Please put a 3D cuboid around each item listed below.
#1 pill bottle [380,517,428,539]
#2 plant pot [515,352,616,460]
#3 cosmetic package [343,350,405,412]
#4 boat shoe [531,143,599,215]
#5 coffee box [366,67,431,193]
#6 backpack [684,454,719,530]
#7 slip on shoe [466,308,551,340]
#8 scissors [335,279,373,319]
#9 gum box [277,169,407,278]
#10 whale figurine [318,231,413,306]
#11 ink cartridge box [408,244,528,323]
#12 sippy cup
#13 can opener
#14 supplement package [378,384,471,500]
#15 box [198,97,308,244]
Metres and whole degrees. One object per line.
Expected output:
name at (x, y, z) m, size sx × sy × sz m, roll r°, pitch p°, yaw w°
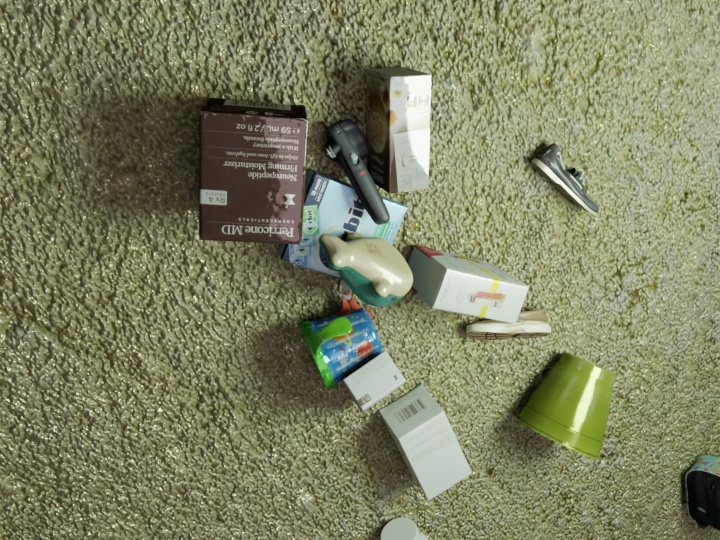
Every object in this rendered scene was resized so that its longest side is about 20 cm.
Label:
pill bottle at (0.119, 0.686, 1.633) m, size 0.119 × 0.120 × 0.201 m, roll -25°, pitch 119°, yaw -10°
plant pot at (0.491, 0.300, 1.597) m, size 0.200 × 0.200 × 0.194 m, roll 26°, pitch 88°, yaw -28°
cosmetic package at (0.024, 0.221, 1.358) m, size 0.101 × 0.200 × 0.074 m, roll -33°, pitch 78°, yaw -9°
boat shoe at (0.438, -0.185, 1.428) m, size 0.200 × 0.073 × 0.063 m, roll 35°, pitch 99°, yaw -25°
coffee box at (0.066, -0.249, 1.227) m, size 0.079 × 0.114 × 0.201 m, roll -9°, pitch 114°, yaw -18°
backpack at (1.006, 0.614, 1.929) m, size 0.150 × 0.177 × 0.201 m, roll -35°, pitch 117°, yaw -30°
slip on shoe at (0.322, 0.114, 1.515) m, size 0.198 × 0.076 × 0.061 m, roll 0°, pitch 72°, yaw -13°
scissors at (-0.031, 0.053, 1.339) m, size 0.073 × 0.014 × 0.201 m, roll -19°, pitch 134°, yaw 5°
gum box at (-0.033, -0.075, 1.300) m, size 0.199 × 0.045 × 0.171 m, roll 16°, pitch 105°, yaw -27°
whale figurine at (0.000, 0.000, 1.237) m, size 0.199 × 0.160 × 0.104 m, roll 16°, pitch 125°, yaw -43°
ink cartridge box at (0.207, 0.027, 1.373) m, size 0.199 × 0.145 × 0.084 m, roll 12°, pitch 105°, yaw -26°
sippy cup at (-0.032, 0.140, 1.330) m, size 0.130 × 0.178 × 0.140 m, roll -23°, pitch 103°, yaw -6°
can opener at (-0.002, -0.172, 1.227) m, size 0.078 × 0.063 × 0.201 m, roll -26°, pitch 91°, yaw -6°
supplement package at (0.142, 0.376, 1.515) m, size 0.116 × 0.117 × 0.201 m, roll -29°, pitch 118°, yaw -9°
box at (-0.171, -0.164, 1.121) m, size 0.165 × 0.164 × 0.201 m, roll 2°, pitch 110°, yaw -8°
